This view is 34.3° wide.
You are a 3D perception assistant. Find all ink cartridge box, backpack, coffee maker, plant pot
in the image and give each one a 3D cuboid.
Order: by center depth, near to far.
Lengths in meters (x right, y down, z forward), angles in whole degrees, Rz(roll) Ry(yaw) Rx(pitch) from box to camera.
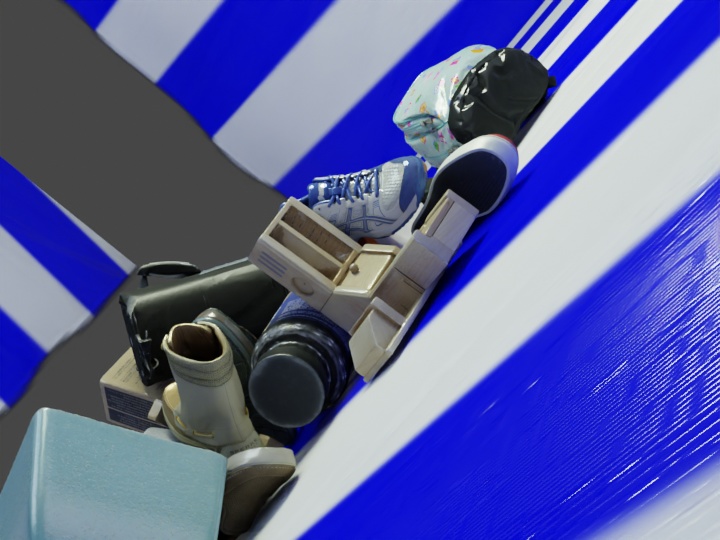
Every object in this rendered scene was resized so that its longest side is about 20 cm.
[{"bbox_3d":[-0.244,0.287,1.085,0.197,0.194,0.201,-59,25,31],"label":"plant pot"},{"bbox_3d":[-0.181,0.067,1.428,0.198,0.136,0.192,-16,29,-15],"label":"coffee maker"},{"bbox_3d":[0.134,-0.206,1.498,0.167,0.127,0.200,-47,15,-20],"label":"backpack"},{"bbox_3d":[-0.219,0.133,1.538,0.200,0.163,0.076,-51,-31,-48],"label":"ink cartridge box"}]

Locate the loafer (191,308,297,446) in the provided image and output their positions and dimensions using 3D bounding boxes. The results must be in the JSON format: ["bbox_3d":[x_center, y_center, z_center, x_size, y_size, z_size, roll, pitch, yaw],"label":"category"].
[{"bbox_3d":[-0.131,0.116,1.357,0.071,0.201,0.063,-12,33,30],"label":"loafer"}]

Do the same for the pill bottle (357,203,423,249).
[{"bbox_3d":[0.000,0.000,1.434,0.200,0.114,0.114,-49,4,36],"label":"pill bottle"}]

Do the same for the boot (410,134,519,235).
[{"bbox_3d":[0.134,-0.116,1.264,0.145,0.072,0.200,-53,0,-31],"label":"boot"}]

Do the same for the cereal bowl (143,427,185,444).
[{"bbox_3d":[-0.220,0.287,1.368,0.200,0.082,0.203,4,-90,-89],"label":"cereal bowl"}]

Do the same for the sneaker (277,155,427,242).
[{"bbox_3d":[-0.013,-0.074,1.301,0.199,0.088,0.076,-31,49,39],"label":"sneaker"}]

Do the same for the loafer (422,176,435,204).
[{"bbox_3d":[0.040,-0.090,1.494,0.198,0.073,0.073,-16,-36,-1],"label":"loafer"}]

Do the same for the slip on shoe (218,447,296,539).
[{"bbox_3d":[-0.127,0.240,1.197,0.200,0.075,0.061,-39,51,41],"label":"slip on shoe"}]

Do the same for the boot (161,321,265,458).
[{"bbox_3d":[-0.179,0.122,1.274,0.072,0.157,0.200,-27,29,-21],"label":"boot"}]

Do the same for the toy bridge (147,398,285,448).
[{"bbox_3d":[-0.160,0.195,1.372,0.198,0.067,0.027,12,73,37],"label":"toy bridge"}]

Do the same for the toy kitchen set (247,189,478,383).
[{"bbox_3d":[-0.018,-0.005,1.188,0.164,0.180,0.200,-56,1,-36],"label":"toy kitchen set"}]

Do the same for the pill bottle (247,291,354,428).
[{"bbox_3d":[-0.059,0.092,1.307,0.112,0.111,0.200,-50,4,23],"label":"pill bottle"}]
